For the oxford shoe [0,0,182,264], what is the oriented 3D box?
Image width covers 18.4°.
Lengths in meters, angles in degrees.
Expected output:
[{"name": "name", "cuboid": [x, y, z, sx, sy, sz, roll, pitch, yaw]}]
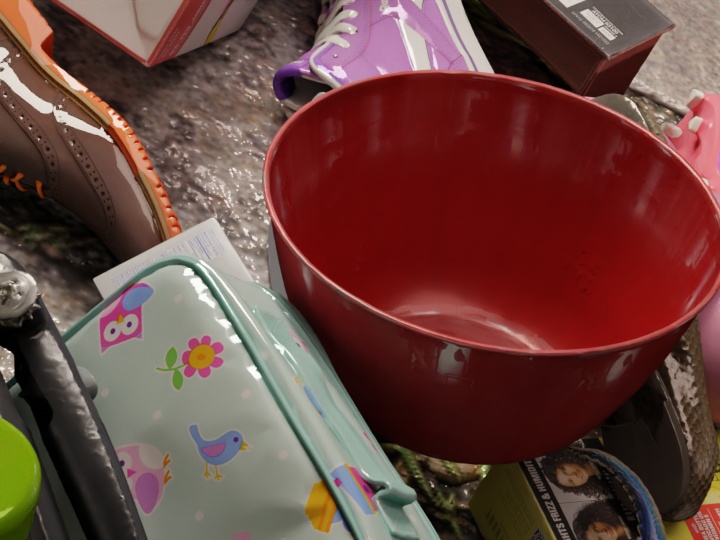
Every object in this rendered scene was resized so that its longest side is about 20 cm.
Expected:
[{"name": "oxford shoe", "cuboid": [-0.152, -0.056, 1.058, 0.072, 0.071, 0.200, -34, 70, -17]}]

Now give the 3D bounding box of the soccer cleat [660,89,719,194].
[{"name": "soccer cleat", "cuboid": [0.203, -0.023, 1.227, 0.076, 0.067, 0.200, 27, 38, -14]}]

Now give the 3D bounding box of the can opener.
[{"name": "can opener", "cuboid": [-0.118, 0.071, 0.835, 0.063, 0.079, 0.200, -20, 53, -22]}]

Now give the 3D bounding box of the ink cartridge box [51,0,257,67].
[{"name": "ink cartridge box", "cuboid": [-0.109, -0.175, 1.160, 0.116, 0.068, 0.200, 35, 18, 5]}]

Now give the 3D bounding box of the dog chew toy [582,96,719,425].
[{"name": "dog chew toy", "cuboid": [0.143, 0.003, 1.103, 0.200, 0.125, 0.124, 40, 40, 24]}]

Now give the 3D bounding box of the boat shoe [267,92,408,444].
[{"name": "boat shoe", "cuboid": [0.000, 0.000, 1.077, 0.066, 0.070, 0.200, 17, 43, -23]}]

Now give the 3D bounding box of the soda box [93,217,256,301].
[{"name": "soda box", "cuboid": [-0.040, 0.078, 0.958, 0.063, 0.068, 0.200, -28, 61, -10]}]

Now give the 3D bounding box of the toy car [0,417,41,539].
[{"name": "toy car", "cuboid": [-0.231, 0.102, 0.774, 0.200, 0.164, 0.158, -15, 57, -29]}]

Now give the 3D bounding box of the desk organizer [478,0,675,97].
[{"name": "desk organizer", "cuboid": [0.075, -0.169, 1.284, 0.200, 0.077, 0.072, 45, 42, 16]}]

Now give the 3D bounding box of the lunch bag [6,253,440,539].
[{"name": "lunch bag", "cuboid": [-0.058, 0.102, 0.863, 0.077, 0.160, 0.200, 32, 22, -57]}]

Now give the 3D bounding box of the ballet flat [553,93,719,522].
[{"name": "ballet flat", "cuboid": [0.133, 0.017, 1.028, 0.046, 0.067, 0.201, 5, 70, -44]}]

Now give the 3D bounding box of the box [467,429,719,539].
[{"name": "box", "cuboid": [0.154, 0.119, 1.060, 0.200, 0.050, 0.075, 0, 48, -31]}]

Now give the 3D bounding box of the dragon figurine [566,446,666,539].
[{"name": "dragon figurine", "cuboid": [0.122, 0.170, 0.937, 0.099, 0.059, 0.200, -17, 84, -43]}]

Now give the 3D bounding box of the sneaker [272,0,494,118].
[{"name": "sneaker", "cuboid": [-0.005, -0.134, 1.208, 0.114, 0.073, 0.201, -6, 52, -31]}]

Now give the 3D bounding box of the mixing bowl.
[{"name": "mixing bowl", "cuboid": [0.051, 0.012, 0.964, 0.200, 0.109, 0.200, 6, 36, -5]}]
